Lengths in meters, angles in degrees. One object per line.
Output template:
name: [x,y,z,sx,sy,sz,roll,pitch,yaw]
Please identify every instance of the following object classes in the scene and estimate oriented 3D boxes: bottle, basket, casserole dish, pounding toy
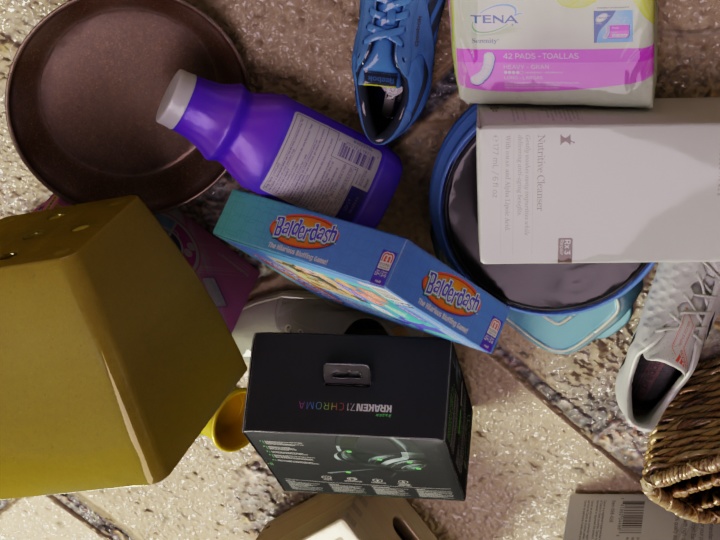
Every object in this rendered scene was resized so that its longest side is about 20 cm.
bottle: [-0.067,-0.099,1.314,0.199,0.065,0.084,24,95,-17]
basket: [0.351,0.157,1.360,0.199,0.149,0.143,-20,118,26]
casserole dish: [0.147,-0.001,1.372,0.200,0.039,0.121,38,126,-14]
pounding toy: [0.000,0.315,1.597,0.184,0.142,0.200,-32,101,31]

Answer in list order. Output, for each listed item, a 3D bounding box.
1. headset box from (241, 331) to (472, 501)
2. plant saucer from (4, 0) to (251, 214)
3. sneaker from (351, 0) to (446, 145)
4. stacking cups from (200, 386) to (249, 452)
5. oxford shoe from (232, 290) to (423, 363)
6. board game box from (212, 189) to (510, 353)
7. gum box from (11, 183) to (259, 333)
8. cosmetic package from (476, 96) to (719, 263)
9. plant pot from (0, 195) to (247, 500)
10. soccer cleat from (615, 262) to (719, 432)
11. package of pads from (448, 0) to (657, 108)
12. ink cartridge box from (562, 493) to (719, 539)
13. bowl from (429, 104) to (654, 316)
headset box: [0.001,0.127,1.409,0.173,0.093,0.200,1,157,11]
plant saucer: [-0.190,-0.141,1.332,0.200,0.037,0.201,-4,119,-7]
sneaker: [0.028,-0.189,1.244,0.066,0.079,0.201,11,126,10]
stacking cups: [-0.170,0.099,1.470,0.200,0.060,0.061,26,139,43]
oxford shoe: [-0.041,0.059,1.455,0.199,0.058,0.075,-4,126,20]
board game box: [0.000,0.000,1.309,0.200,0.045,0.152,17,170,42]
gum box: [-0.196,-0.008,1.412,0.200,0.114,0.066,38,126,-13]
cosmetic package: [0.187,-0.068,1.222,0.199,0.081,0.113,-2,110,4]
plant pot: [-0.231,0.052,1.282,0.199,0.200,0.177,-7,111,20]
soccer cleat: [0.261,0.040,1.323,0.068,0.085,0.201,21,113,1]
package of pads: [0.140,-0.220,1.187,0.154,0.068,0.201,3,118,13]
ink cartridge box: [0.285,0.280,1.469,0.199,0.145,0.084,-3,126,18]
bowl: [0.154,-0.055,1.294,0.200,0.039,0.201,1,112,2]
